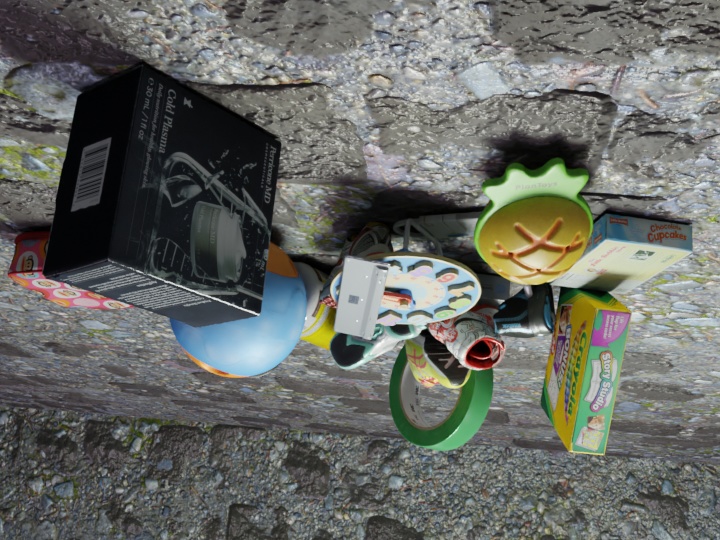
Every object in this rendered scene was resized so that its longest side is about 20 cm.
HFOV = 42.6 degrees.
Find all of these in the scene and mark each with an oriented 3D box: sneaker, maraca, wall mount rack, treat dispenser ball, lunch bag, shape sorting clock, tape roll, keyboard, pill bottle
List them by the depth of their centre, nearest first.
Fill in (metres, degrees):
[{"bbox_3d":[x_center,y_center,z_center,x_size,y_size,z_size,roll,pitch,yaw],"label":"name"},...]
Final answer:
[{"bbox_3d":[0.192,-0.056,1.029,0.134,0.109,0.201,-9,147,4],"label":"maraca"},{"bbox_3d":[-0.001,0.037,1.182,0.055,0.011,0.201,16,149,3],"label":"keyboard"},{"bbox_3d":[0.058,0.029,1.195,0.195,0.040,0.201,4,156,2],"label":"shape sorting clock"},{"bbox_3d":[0.142,-0.020,1.202,0.196,0.076,0.173,-2,162,28],"label":"wall mount rack"},{"bbox_3d":[0.000,0.000,1.291,0.076,0.084,0.200,13,152,-20],"label":"sneaker"},{"bbox_3d":[-0.174,0.049,1.316,0.196,0.206,0.201,5,163,2],"label":"treat dispenser ball"},{"bbox_3d":[0.234,0.050,1.316,0.080,0.075,0.200,-11,-178,16],"label":"sneaker"},{"bbox_3d":[0.177,0.100,1.340,0.200,0.068,0.108,16,-157,-50],"label":"sneaker"},{"bbox_3d":[0.054,0.075,1.420,0.198,0.079,0.139,-29,174,24],"label":"sneaker"},{"bbox_3d":[0.120,0.146,1.439,0.076,0.092,0.200,0,-163,-14],"label":"sneaker"},{"bbox_3d":[-0.434,0.003,1.461,0.172,0.084,0.200,-2,160,23],"label":"lunch bag"},{"bbox_3d":[-0.057,0.066,1.483,0.107,0.112,0.199,-7,158,35],"label":"pill bottle"},{"bbox_3d":[0.130,0.190,1.520,0.048,0.205,0.198,19,158,-37],"label":"tape roll"}]

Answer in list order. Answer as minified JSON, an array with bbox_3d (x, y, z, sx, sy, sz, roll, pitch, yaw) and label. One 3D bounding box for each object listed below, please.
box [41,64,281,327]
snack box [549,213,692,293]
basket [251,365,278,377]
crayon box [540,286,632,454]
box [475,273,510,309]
[{"bbox_3d":[-0.198,-0.067,0.958,0.122,0.205,0.195,-9,157,39],"label":"box"},{"bbox_3d":[0.334,-0.018,1.207,0.113,0.038,0.200,7,163,-7],"label":"snack box"},{"bbox_3d":[-0.210,0.074,1.530,0.178,0.137,0.201,31,160,11],"label":"basket"},{"bbox_3d":[0.314,0.130,1.307,0.057,0.205,0.173,6,-168,-3],"label":"crayon box"},{"bbox_3d":[0.146,0.049,1.478,0.152,0.042,0.200,7,164,0],"label":"box"}]
